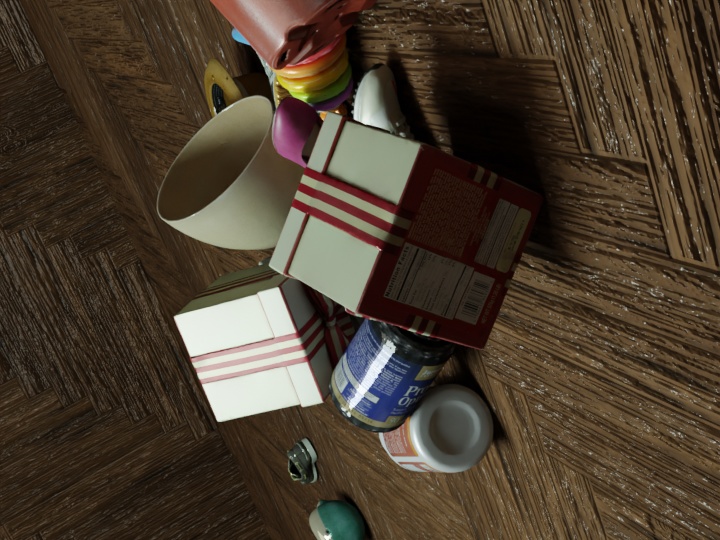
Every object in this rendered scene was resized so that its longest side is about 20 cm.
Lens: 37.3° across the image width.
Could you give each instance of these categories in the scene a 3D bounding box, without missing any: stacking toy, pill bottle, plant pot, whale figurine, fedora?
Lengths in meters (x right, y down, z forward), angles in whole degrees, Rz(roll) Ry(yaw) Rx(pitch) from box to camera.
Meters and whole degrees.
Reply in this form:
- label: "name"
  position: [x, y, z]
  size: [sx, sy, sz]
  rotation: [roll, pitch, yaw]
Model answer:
- label: "stacking toy"
  position: [-0.048, -0.221, 1.216]
  size: [0.116, 0.110, 0.200]
  rotation: [25, 153, 38]
- label: "pill bottle"
  position: [0.048, 0.094, 1.282]
  size: [0.112, 0.112, 0.200]
  rotation: [52, 132, 27]
- label: "plant pot"
  position: [-0.143, -0.103, 1.364]
  size: [0.134, 0.200, 0.200]
  rotation: [43, 174, -32]
- label: "whale figurine"
  position: [-0.034, 0.566, 2.349]
  size: [0.159, 0.104, 0.200]
  rotation: [55, -175, 20]
- label: "fedora"
  position: [-0.149, -0.215, 1.508]
  size: [0.201, 0.082, 0.201]
  rotation: [54, 160, 31]
- label: "pill bottle"
  position: [0.092, 0.213, 1.427]
  size: [0.112, 0.112, 0.200]
  rotation: [61, 162, 1]
- label: "plant pot"
  position: [-0.086, -0.316, 1.040]
  size: [0.195, 0.201, 0.201]
  rotation: [53, 162, 1]

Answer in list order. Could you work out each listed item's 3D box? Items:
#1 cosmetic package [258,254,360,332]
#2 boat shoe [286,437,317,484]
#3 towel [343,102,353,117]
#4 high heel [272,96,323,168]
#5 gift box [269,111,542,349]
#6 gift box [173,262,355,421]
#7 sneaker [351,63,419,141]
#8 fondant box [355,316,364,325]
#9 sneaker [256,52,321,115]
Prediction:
- label: "cosmetic package"
  position: [-0.060, 0.060, 1.584]
  size: [0.200, 0.087, 0.104]
  rotation: [39, 141, 30]
- label: "boat shoe"
  position: [-0.141, 0.455, 2.494]
  size: [0.072, 0.060, 0.202]
  rotation: [53, 160, 25]
- label: "towel"
  position: [0.023, -0.101, 1.306]
  size: [0.200, 0.022, 0.147]
  rotation: [51, 159, 30]
- label: "high heel"
  position: [-0.030, -0.132, 1.209]
  size: [0.096, 0.068, 0.200]
  rotation: [24, 173, 23]
- label: "gift box"
  position: [0.043, -0.030, 1.029]
  size: [0.200, 0.185, 0.187]
  rotation: [24, -178, -37]
- label: "gift box"
  position: [-0.107, 0.069, 1.415]
  size: [0.185, 0.186, 0.200]
  rotation: [68, -156, -18]
- label: "sneaker"
  position: [0.049, -0.125, 1.154]
  size: [0.093, 0.070, 0.200]
  rotation: [9, 116, 26]
- label: "fondant box"
  position: [0.000, 0.000, 1.431]
  size: [0.200, 0.058, 0.144]
  rotation: [59, 169, 6]
- label: "sneaker"
  position: [-0.086, -0.256, 1.306]
  size: [0.088, 0.075, 0.200]
  rotation: [-157, 53, -73]
